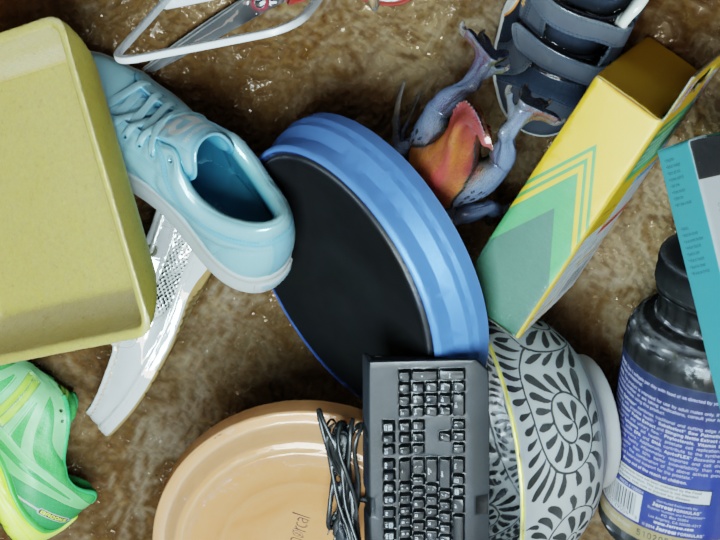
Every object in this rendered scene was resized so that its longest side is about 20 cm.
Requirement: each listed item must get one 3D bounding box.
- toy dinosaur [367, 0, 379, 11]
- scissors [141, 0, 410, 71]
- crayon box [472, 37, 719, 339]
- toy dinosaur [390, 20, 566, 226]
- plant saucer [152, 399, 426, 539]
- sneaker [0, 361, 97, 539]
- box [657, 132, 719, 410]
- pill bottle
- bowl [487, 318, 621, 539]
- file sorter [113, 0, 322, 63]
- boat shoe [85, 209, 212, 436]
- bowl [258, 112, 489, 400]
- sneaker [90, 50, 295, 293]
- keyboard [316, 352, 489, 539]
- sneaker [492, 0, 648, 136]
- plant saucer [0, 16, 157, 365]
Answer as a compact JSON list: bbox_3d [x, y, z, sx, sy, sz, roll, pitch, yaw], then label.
[{"bbox_3d":[0.028,-0.229,1.565,0.086,0.200,0.136,1,105,39],"label":"toy dinosaur"},{"bbox_3d":[-0.054,-0.180,1.677,0.200,0.014,0.073,-14,116,13],"label":"scissors"},{"bbox_3d":[0.145,-0.065,1.645,0.052,0.126,0.200,36,114,8],"label":"crayon box"},{"bbox_3d":[0.034,-0.062,1.650,0.105,0.200,0.182,46,115,12],"label":"toy dinosaur"},{"bbox_3d":[-0.032,0.176,1.688,0.200,0.032,0.200,2,114,4],"label":"plant saucer"},{"bbox_3d":[-0.236,0.084,1.800,0.084,0.074,0.200,-25,110,-11],"label":"sneaker"},{"bbox_3d":[0.245,0.013,1.615,0.082,0.049,0.200,-12,88,-19],"label":"box"},{"bbox_3d":[0.218,0.081,1.720,0.112,0.112,0.200,7,117,2],"label":"pill bottle"},{"bbox_3d":[0.107,0.105,1.722,0.094,0.201,0.201,-9,117,-17],"label":"bowl"},{"bbox_3d":[-0.105,-0.236,1.578,0.139,0.125,0.200,-9,116,24],"label":"file sorter"},{"bbox_3d":[-0.141,0.012,1.749,0.069,0.071,0.200,25,106,-6],"label":"boat shoe"},{"bbox_3d":[0.000,0.000,1.668,0.039,0.201,0.201,-30,116,-26],"label":"bowl"},{"bbox_3d":[-0.110,-0.079,1.662,0.200,0.074,0.082,41,149,12],"label":"sneaker"},{"bbox_3d":[0.026,0.146,1.630,0.104,0.040,0.200,1,115,5],"label":"keyboard"},{"bbox_3d":[0.131,-0.161,1.631,0.078,0.079,0.200,18,118,-3],"label":"sneaker"},{"bbox_3d":[-0.209,-0.048,1.681,0.200,0.048,0.200,-11,97,43],"label":"plant saucer"}]
